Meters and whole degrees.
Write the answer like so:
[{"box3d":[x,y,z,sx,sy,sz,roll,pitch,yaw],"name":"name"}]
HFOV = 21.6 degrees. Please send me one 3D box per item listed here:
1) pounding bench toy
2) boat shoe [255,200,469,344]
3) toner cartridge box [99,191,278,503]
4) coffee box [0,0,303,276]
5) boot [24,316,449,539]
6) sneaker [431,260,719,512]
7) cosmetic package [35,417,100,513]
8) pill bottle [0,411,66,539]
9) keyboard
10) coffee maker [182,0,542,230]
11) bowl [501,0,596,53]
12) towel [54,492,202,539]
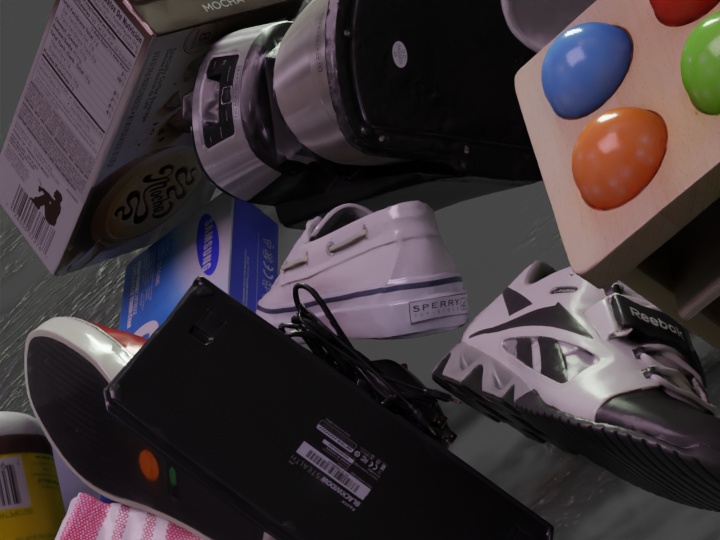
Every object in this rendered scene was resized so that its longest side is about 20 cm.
[{"box3d":[0.158,-0.022,0.693,0.124,0.156,0.200,-41,35,25],"name":"pounding bench toy"},{"box3d":[0.000,0.000,0.935,0.200,0.073,0.067,-8,89,64],"name":"boat shoe"},{"box3d":[-0.095,0.050,1.072,0.095,0.043,0.200,-34,34,25],"name":"toner cartridge box"},{"box3d":[-0.126,-0.101,1.085,0.080,0.113,0.200,50,135,21],"name":"coffee box"},{"box3d":[-0.059,0.063,0.918,0.200,0.073,0.144,25,33,38],"name":"boot"},{"box3d":[0.107,0.037,0.790,0.089,0.074,0.200,-56,31,-6],"name":"sneaker"},{"box3d":[-0.221,0.187,1.065,0.200,0.074,0.102,-39,33,15],"name":"cosmetic package"},{"box3d":[-0.189,0.178,0.930,0.109,0.109,0.201,-24,74,38],"name":"pill bottle"},{"box3d":[-0.007,0.083,0.817,0.104,0.200,0.040,-50,-8,-27],"name":"keyboard"},{"box3d":[0.030,-0.079,0.954,0.135,0.192,0.200,-65,19,-16],"name":"coffee maker"},{"box3d":[0.167,-0.174,0.793,0.075,0.199,0.201,-79,3,-64],"name":"bowl"},{"box3d":[-0.074,0.168,0.833,0.199,0.030,0.147,4,43,26],"name":"towel"}]
